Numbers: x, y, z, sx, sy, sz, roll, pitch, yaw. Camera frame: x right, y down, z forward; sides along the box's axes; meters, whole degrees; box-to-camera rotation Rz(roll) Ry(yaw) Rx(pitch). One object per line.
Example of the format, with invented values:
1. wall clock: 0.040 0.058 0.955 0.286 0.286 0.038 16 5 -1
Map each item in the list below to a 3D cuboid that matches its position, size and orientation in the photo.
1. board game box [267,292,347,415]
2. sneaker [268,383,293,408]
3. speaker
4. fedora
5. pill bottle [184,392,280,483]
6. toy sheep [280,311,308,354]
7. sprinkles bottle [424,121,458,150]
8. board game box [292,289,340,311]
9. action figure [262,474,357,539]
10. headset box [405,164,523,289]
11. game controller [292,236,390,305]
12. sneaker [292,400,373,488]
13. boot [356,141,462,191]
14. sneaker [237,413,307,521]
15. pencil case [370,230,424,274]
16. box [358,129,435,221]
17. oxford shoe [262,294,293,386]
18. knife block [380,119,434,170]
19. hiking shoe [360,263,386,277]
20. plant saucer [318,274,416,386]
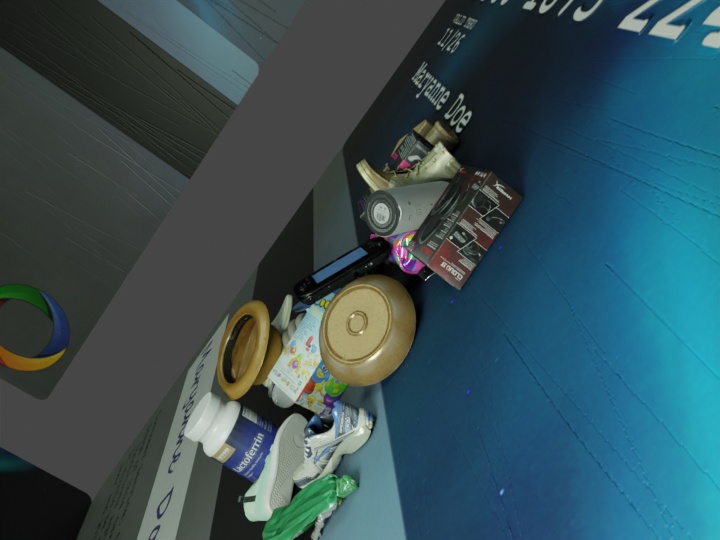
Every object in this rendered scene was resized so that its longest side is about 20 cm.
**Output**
1. board game box: -0.066 0.154 1.386 0.104 0.103 0.202 31 87 46
2. sneaker: -0.151 0.205 1.650 0.203 0.074 0.114 -64 20 -12
3. speaker: 0.098 -0.114 1.329 0.198 0.082 0.081 -16 -21 -49
4. fedora: -0.216 0.166 1.493 0.199 0.081 0.205 -28 52 43
5. pill bottle: -0.237 0.330 1.440 0.116 0.198 0.116 -49 17 21
6. toy sheep: -0.096 0.145 1.516 0.201 0.137 0.138 -51 17 15
7. sprinkles bottle: 0.136 -0.239 1.659 0.201 0.068 0.069 -50 17 23
8. board game box: -0.054 0.063 1.625 0.196 0.040 0.158 -24 8 0
9. action figure: -0.078 0.376 1.143 0.199 0.055 0.119 -42 19 24
10. headset box: 0.163 -0.069 1.235 0.202 0.077 0.149 -54 16 4
11. game controller: -0.036 -0.003 1.367 0.197 0.043 0.104 -30 26 -6
12. sneaker: -0.064 0.283 1.223 0.201 0.084 0.078 -50 17 25
13. boot: 0.104 -0.194 1.433 0.155 0.198 0.072 -49 23 18
14. sneaker: -0.164 0.367 1.369 0.117 0.073 0.203 -31 32 44
15. pencil case: 0.081 -0.046 1.426 0.089 0.088 0.200 -56 15 -2
16. box: 0.099 -0.171 1.541 0.201 0.121 0.107 -52 17 17
17. oxford shoe: -0.188 0.148 1.575 0.075 0.057 0.204 -50 -22 -87
18. knife block: 0.106 -0.249 1.779 0.199 0.063 0.178 -27 34 60
19. hiking shoe: 0.000 0.000 1.540 0.100 0.076 0.200 -29 10 38
20. plant saucer: 0.001 0.096 1.274 0.197 0.035 0.205 -14 62 27
